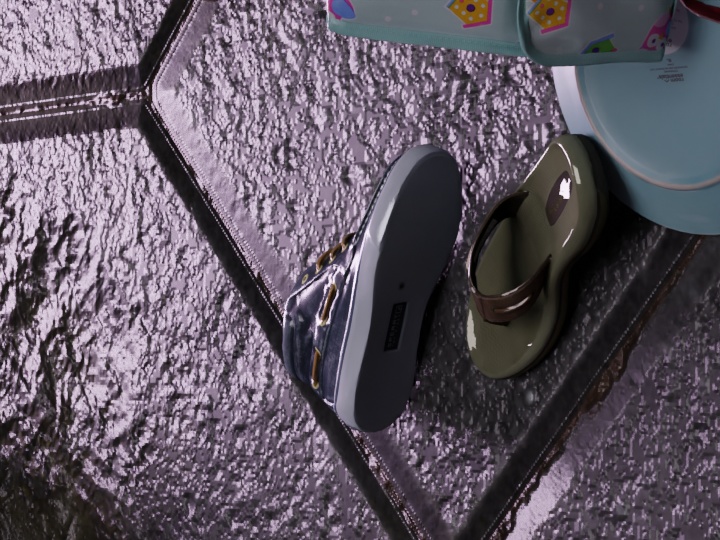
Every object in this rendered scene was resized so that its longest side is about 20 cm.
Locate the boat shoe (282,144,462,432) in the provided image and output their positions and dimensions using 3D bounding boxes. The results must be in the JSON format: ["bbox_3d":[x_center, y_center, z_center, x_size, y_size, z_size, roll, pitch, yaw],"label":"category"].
[{"bbox_3d":[0.000,0.000,1.795,0.091,0.071,0.201,32,116,42],"label":"boat shoe"}]

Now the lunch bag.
[{"bbox_3d":[0.089,-0.207,1.514,0.199,0.122,0.171,11,112,7],"label":"lunch bag"}]

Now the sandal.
[{"bbox_3d":[0.095,-0.010,1.672,0.080,0.057,0.201,61,150,31],"label":"sandal"}]

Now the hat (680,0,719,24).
[{"bbox_3d":[0.297,-0.085,1.355,0.200,0.175,0.167,-18,75,49],"label":"hat"}]

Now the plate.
[{"bbox_3d":[0.183,-0.115,1.570,0.200,0.026,0.201,17,116,39],"label":"plate"}]
